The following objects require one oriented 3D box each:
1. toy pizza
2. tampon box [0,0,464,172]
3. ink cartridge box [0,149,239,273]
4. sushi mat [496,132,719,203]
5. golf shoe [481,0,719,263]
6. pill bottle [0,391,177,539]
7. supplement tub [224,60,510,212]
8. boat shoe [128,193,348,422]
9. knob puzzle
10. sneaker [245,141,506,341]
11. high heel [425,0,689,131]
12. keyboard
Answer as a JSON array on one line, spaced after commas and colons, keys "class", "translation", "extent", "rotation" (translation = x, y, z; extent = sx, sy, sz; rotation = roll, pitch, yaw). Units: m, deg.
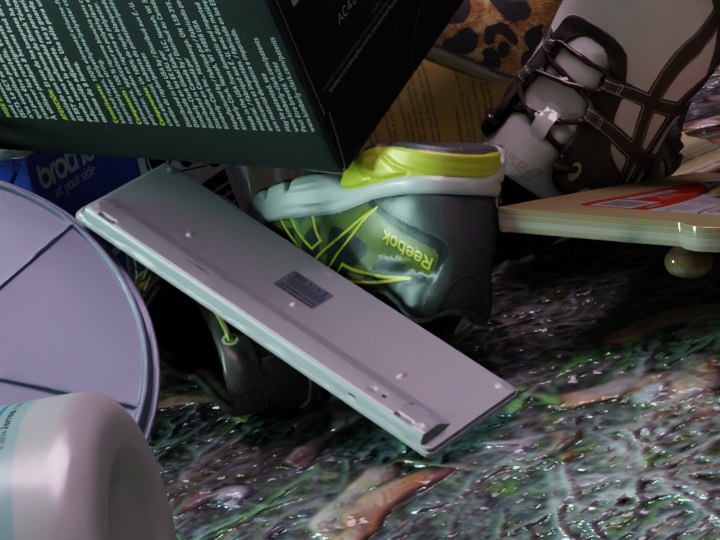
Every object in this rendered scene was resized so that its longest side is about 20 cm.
[{"class": "toy pizza", "translation": [-0.181, 0.044, 1.082], "extent": [0.199, 0.032, 0.201], "rotation": [4, 55, -5]}, {"class": "tampon box", "translation": [-0.076, -0.141, 1.159], "extent": [0.199, 0.127, 0.150], "rotation": [5, 45, 32]}, {"class": "ink cartridge box", "translation": [-0.124, -0.047, 1.381], "extent": [0.044, 0.095, 0.200], "rotation": [-3, 20, 30]}, {"class": "sushi mat", "translation": [0.081, -0.032, 1.305], "extent": [0.199, 0.012, 0.096], "rotation": [-19, 18, -17]}, {"class": "golf shoe", "translation": [0.102, -0.077, 1.173], "extent": [0.094, 0.201, 0.078], "rotation": [-34, 57, -30]}, {"class": "pill bottle", "translation": [-0.166, 0.110, 0.886], "extent": [0.199, 0.111, 0.111], "rotation": [-11, 17, 11]}, {"class": "supplement tub", "translation": [0.022, -0.108, 1.367], "extent": [0.199, 0.146, 0.145], "rotation": [-17, 17, -7]}, {"class": "boat shoe", "translation": [-0.068, 0.015, 1.175], "extent": [0.060, 0.072, 0.201], "rotation": [-16, 19, -21]}, {"class": "knob puzzle", "translation": [0.187, -0.014, 1.110], "extent": [0.218, 0.031, 0.220], "rotation": [0, 7, 0]}, {"class": "sneaker", "translation": [0.000, 0.000, 1.167], "extent": [0.074, 0.085, 0.200], "rotation": [4, -12, -21]}, {"class": "high heel", "translation": [0.088, -0.156, 1.260], "extent": [0.199, 0.143, 0.071], "rotation": [14, 7, -23]}, {"class": "keyboard", "translation": [-0.028, 0.012, 1.087], "extent": [0.200, 0.011, 0.056], "rotation": [33, 39, 28]}]
